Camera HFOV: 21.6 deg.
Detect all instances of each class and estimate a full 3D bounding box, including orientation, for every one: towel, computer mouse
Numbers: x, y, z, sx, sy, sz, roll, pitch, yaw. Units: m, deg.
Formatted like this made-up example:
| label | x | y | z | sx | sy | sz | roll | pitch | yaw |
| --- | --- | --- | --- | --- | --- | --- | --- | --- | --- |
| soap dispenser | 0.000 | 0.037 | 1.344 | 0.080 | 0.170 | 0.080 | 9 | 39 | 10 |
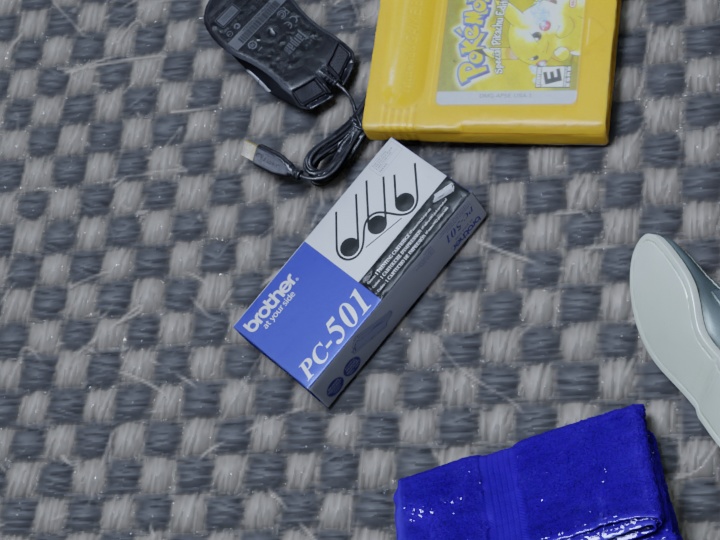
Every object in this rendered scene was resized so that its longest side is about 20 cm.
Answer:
| label | x | y | z | sx | sy | sz | roll | pitch | yaw |
| --- | --- | --- | --- | --- | --- | --- | --- | --- | --- |
| towel | 0.120 | 0.172 | 1.336 | 0.199 | 0.050 | 0.148 | -19 | 40 | 9 |
| computer mouse | -0.066 | -0.152 | 1.588 | 0.200 | 0.046 | 0.141 | 33 | 78 | 18 |

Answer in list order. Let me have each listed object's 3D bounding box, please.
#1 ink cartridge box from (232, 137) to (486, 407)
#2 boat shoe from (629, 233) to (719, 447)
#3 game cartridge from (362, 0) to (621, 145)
| label | x | y | z | sx | sy | sz | roll | pitch | yaw |
| --- | --- | --- | --- | --- | --- | --- | --- | --- | --- |
| ink cartridge box | 0.000 | 0.000 | 1.491 | 0.094 | 0.044 | 0.200 | 37 | 84 | 32 |
| boat shoe | 0.259 | 0.054 | 1.367 | 0.061 | 0.073 | 0.201 | -3 | 47 | -28 |
| game cartridge | 0.109 | -0.187 | 1.527 | 0.199 | 0.032 | 0.177 | 2 | 68 | 14 |
